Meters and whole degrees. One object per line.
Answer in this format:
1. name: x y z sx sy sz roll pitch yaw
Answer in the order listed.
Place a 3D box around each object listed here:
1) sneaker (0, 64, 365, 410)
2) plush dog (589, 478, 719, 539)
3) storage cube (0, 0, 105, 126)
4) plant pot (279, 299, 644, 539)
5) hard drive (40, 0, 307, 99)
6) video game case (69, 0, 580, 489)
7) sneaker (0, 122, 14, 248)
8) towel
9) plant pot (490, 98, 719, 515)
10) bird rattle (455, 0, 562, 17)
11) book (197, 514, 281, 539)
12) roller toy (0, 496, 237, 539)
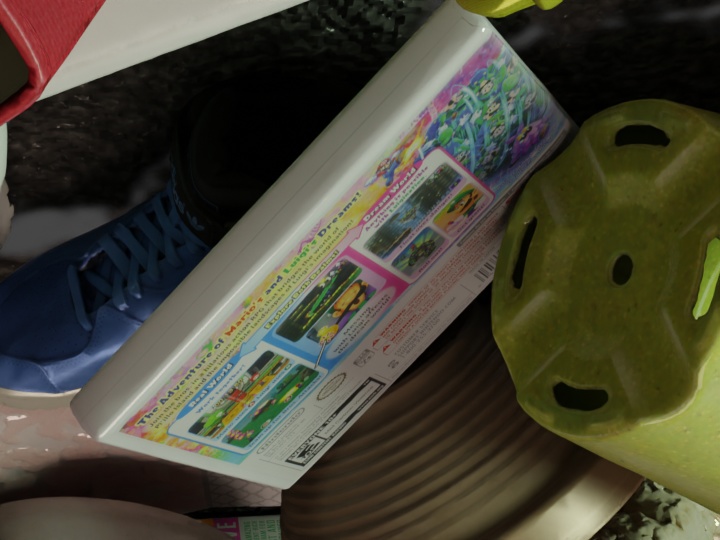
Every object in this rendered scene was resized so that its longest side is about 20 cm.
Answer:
1. sneaker: -0.074 -0.017 0.751 0.198 0.077 0.111 -19 151 -4
2. plush dog: 0.125 0.123 0.991 0.171 0.162 0.199 -10 159 40
3. storage cube: -0.159 -0.111 0.462 0.199 0.180 0.171 -27 113 24
4. plant pot: 0.032 0.078 0.879 0.200 0.201 0.093 -27 104 26
5. hard drive: -0.110 -0.120 0.584 0.198 0.026 0.133 -18 105 15
6. video game case: 0.000 0.000 0.737 0.200 0.024 0.182 -46 157 6
7. sneaker: -0.172 -0.014 0.722 0.076 0.081 0.200 9 155 -9
8. towel: -0.114 0.070 0.931 0.189 0.032 0.201 -5 146 -5
9. plant pot: 0.159 0.021 0.757 0.183 0.202 0.200 17 139 -37
10. bird rattle: 0.085 -0.147 0.608 0.199 0.114 0.163 -20 -178 -36
11. book: -0.032 0.186 1.111 0.198 0.048 0.134 -1 144 -14
12. roller toy: -0.136 0.200 0.971 0.181 0.141 0.200 7 149 -3
